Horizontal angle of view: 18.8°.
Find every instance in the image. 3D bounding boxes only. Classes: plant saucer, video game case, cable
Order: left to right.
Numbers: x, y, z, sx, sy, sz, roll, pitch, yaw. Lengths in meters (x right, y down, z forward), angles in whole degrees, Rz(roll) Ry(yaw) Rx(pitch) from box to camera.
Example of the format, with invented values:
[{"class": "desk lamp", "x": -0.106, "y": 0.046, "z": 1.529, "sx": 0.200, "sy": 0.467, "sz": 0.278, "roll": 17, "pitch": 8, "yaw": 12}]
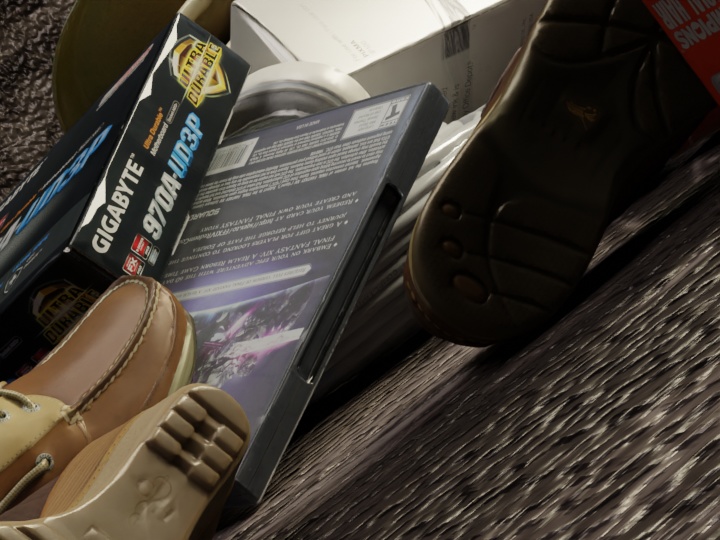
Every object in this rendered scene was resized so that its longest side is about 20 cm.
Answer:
[{"class": "plant saucer", "x": -0.079, "y": -0.126, "z": 1.220, "sx": 0.200, "sy": 0.200, "sz": 0.031, "roll": -36, "pitch": 45, "yaw": 8}, {"class": "video game case", "x": -0.052, "y": 0.014, "z": 0.890, "sx": 0.143, "sy": 0.019, "sz": 0.200, "roll": -12, "pitch": 44, "yaw": 46}, {"class": "cable", "x": 0.000, "y": 0.000, "z": 0.997, "sx": 0.200, "sy": 0.069, "sz": 0.200, "roll": -34, "pitch": 3, "yaw": 31}]

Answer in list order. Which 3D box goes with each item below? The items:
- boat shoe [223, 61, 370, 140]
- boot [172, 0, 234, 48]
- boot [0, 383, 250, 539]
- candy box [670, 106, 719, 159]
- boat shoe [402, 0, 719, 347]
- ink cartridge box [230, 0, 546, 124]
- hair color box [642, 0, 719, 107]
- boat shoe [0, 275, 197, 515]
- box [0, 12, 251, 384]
[{"class": "boat shoe", "x": -0.070, "y": -0.032, "z": 1.042, "sx": 0.200, "sy": 0.072, "sz": 0.069, "roll": -25, "pitch": 31, "yaw": 41}, {"class": "boot", "x": -0.099, "y": -0.080, "z": 1.158, "sx": 0.200, "sy": 0.075, "sz": 0.107, "roll": -47, "pitch": -27, "yaw": 6}, {"class": "boot", "x": -0.118, "y": 0.129, "z": 0.670, "sx": 0.166, "sy": 0.072, "sz": 0.200, "roll": -50, "pitch": -4, "yaw": 40}, {"class": "candy box", "x": 0.196, "y": -0.131, "z": 0.889, "sx": 0.117, "sy": 0.057, "sz": 0.200, "roll": -32, "pitch": 7, "yaw": 46}, {"class": "boat shoe", "x": 0.079, "y": -0.057, "z": 0.766, "sx": 0.200, "sy": 0.072, "sz": 0.068, "roll": -52, "pitch": 3, "yaw": -15}, {"class": "ink cartridge box", "x": 0.032, "y": -0.102, "z": 1.137, "sx": 0.200, "sy": 0.083, "sz": 0.147, "roll": -27, "pitch": -35, "yaw": -26}, {"class": "hair color box", "x": 0.122, "y": -0.154, "z": 0.726, "sx": 0.111, "sy": 0.200, "sz": 0.064, "roll": -38, "pitch": 4, "yaw": -24}, {"class": "boat shoe", "x": -0.135, "y": 0.079, "z": 0.818, "sx": 0.076, "sy": 0.074, "sz": 0.200, "roll": -3, "pitch": 49, "yaw": 51}, {"class": "box", "x": -0.139, "y": -0.005, "z": 0.996, "sx": 0.200, "sy": 0.046, "sz": 0.159, "roll": -39, "pitch": 23, "yaw": 42}]
